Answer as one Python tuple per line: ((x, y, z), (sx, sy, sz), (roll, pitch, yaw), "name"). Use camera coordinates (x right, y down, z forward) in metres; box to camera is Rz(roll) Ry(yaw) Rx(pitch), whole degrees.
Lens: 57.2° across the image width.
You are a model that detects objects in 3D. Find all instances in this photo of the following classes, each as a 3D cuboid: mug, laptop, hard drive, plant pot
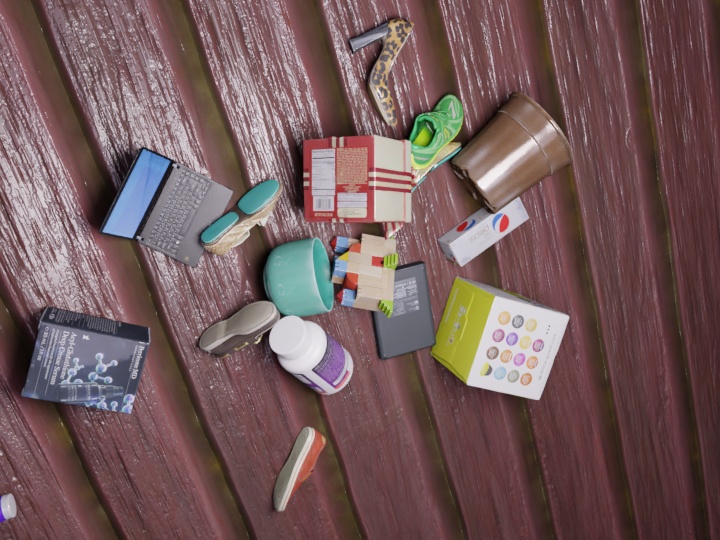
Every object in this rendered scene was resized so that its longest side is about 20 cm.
((-0.125, 0.031, 1.346), (0.113, 0.152, 0.186), (-10, 116, 10), "mug")
((-0.363, -0.114, 1.258), (0.199, 0.103, 0.178), (27, 94, -22), "laptop")
((0.094, 0.091, 1.496), (0.138, 0.033, 0.202), (-14, 106, -15), "hard drive")
((0.313, -0.239, 1.415), (0.198, 0.200, 0.200), (-41, 112, 2), "plant pot")

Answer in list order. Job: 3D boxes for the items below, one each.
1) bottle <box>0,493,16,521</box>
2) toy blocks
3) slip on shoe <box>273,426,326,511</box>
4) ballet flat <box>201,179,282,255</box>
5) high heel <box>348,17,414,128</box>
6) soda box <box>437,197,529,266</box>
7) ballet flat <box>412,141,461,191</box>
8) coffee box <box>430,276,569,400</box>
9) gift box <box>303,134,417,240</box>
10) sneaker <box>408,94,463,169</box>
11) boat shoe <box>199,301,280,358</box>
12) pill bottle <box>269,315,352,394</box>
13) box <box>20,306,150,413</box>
((-0.779, 0.486, 1.279), (0.198, 0.065, 0.084), (-15, 107, -15), "bottle")
((0.000, 0.000, 1.377), (0.136, 0.100, 0.201), (10, 58, -8), "toy blocks")
((-0.138, 0.451, 1.486), (0.061, 0.074, 0.201), (27, 88, -25), "slip on shoe")
((-0.232, -0.103, 1.334), (0.200, 0.071, 0.065), (-38, 140, -6), "ballet flat")
((0.076, -0.406, 1.351), (0.142, 0.071, 0.201), (-25, 100, -5), "high heel")
((0.277, -0.094, 1.495), (0.199, 0.068, 0.064), (-34, 111, -9), "soda box")
((0.130, -0.227, 1.421), (0.200, 0.071, 0.071), (-42, 112, -5), "ballet flat")
((0.305, 0.148, 1.490), (0.196, 0.200, 0.201), (15, 97, -20), "coffee box")
((-0.005, -0.161, 1.304), (0.186, 0.183, 0.202), (-11, 106, -61), "gift box")
((0.157, -0.297, 1.373), (0.074, 0.084, 0.201), (25, 65, 17), "sneaker")
((-0.236, 0.124, 1.340), (0.199, 0.072, 0.060), (-27, 130, 24), "boat shoe")
((-0.104, 0.172, 1.366), (0.111, 0.111, 0.200), (-45, 142, -4), "pill bottle")
((-0.522, 0.172, 1.270), (0.199, 0.107, 0.150), (14, 97, -22), "box")
